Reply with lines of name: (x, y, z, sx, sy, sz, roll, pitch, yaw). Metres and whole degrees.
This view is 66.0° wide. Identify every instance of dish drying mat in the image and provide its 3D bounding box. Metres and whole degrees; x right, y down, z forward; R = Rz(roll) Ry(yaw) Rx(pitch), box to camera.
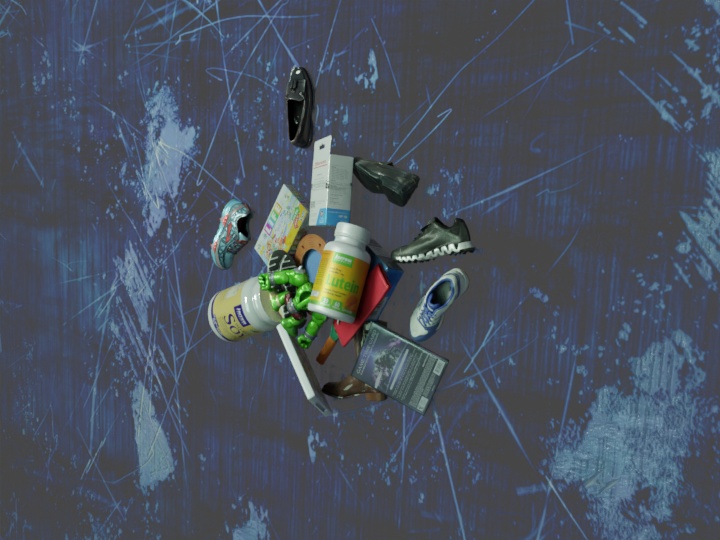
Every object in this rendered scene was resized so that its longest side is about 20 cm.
dish drying mat: (0.002, 0.080, 1.255, 0.201, 0.018, 0.078, -54, 47, 30)

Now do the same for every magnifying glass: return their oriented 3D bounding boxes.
magnifying glass: (-0.059, 0.156, 1.411, 0.079, 0.022, 0.203, 40, 115, 24)

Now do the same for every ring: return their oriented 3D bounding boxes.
ring: (-0.109, 0.013, 1.367, 0.198, 0.019, 0.207, 12, 104, 54)

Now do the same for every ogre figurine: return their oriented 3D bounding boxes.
ogre figurine: (-0.144, 0.078, 1.307, 0.118, 0.098, 0.204, -28, 82, 20)

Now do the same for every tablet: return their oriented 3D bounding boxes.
tablet: (-0.113, 0.002, 1.396, 0.198, 0.013, 0.134, 26, 115, 50)

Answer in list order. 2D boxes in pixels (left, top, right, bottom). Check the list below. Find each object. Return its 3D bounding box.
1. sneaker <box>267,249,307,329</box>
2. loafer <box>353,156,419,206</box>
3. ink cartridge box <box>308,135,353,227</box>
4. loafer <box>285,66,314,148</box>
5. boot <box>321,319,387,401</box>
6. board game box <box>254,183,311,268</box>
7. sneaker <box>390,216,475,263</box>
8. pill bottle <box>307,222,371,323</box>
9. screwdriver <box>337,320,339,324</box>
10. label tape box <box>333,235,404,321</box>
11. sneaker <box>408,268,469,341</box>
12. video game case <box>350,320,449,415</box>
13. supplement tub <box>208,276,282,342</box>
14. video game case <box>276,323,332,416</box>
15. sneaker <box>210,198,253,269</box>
sneaker: (-0.195, 0.050, 1.408, 0.090, 0.076, 0.206, 167, 91, -71)
loafer: (0.054, -0.219, 1.290, 0.072, 0.073, 0.199, -44, 57, -14)
ink cartridge box: (-0.069, -0.207, 1.326, 0.115, 0.066, 0.206, 8, 95, 64)
loafer: (-0.157, -0.414, 1.401, 0.070, 0.062, 0.206, -1, 93, 32)
boot: (-0.016, 0.208, 1.361, 0.181, 0.064, 0.206, -1, 97, 20)
board game box: (-0.200, -0.102, 1.453, 0.135, 0.034, 0.203, 47, 118, 38)
sneaker: (0.154, -0.068, 1.230, 0.196, 0.066, 0.093, -11, 86, 29)
pill bottle: (-0.040, 0.004, 1.227, 0.109, 0.111, 0.205, 11, 82, 31)
screwdriver: (-0.043, 0.024, 1.294, 0.027, 0.029, 0.206, 6, 82, 11)
label tape box: (0.000, 0.000, 1.326, 0.200, 0.062, 0.146, 48, 119, 40)
sneaker: (0.156, 0.078, 1.225, 0.075, 0.087, 0.202, 40, 115, 21)
video game case: (0.088, 0.226, 1.286, 0.196, 0.019, 0.146, 26, 104, 12)
supplement tub: (-0.295, 0.101, 1.485, 0.197, 0.144, 0.149, -20, 84, 33)
video game case: (-0.136, 0.246, 1.365, 0.023, 0.183, 0.202, -27, 62, -4)
sneaker: (-0.354, -0.090, 1.548, 0.094, 0.079, 0.205, 24, 107, 26)
